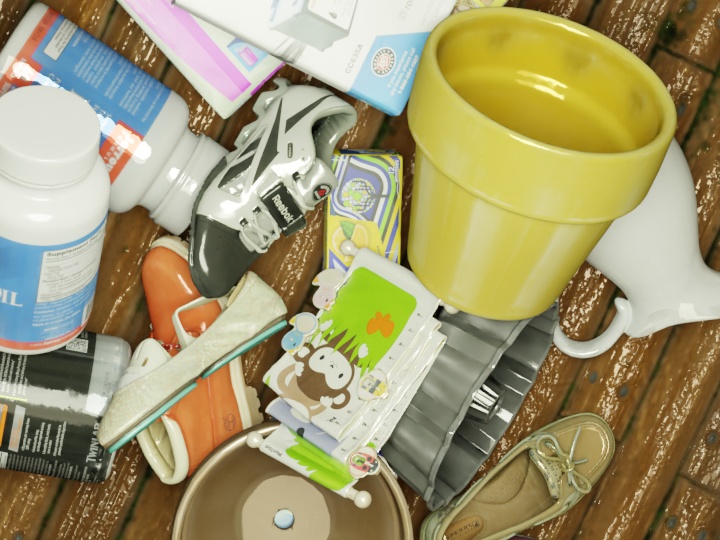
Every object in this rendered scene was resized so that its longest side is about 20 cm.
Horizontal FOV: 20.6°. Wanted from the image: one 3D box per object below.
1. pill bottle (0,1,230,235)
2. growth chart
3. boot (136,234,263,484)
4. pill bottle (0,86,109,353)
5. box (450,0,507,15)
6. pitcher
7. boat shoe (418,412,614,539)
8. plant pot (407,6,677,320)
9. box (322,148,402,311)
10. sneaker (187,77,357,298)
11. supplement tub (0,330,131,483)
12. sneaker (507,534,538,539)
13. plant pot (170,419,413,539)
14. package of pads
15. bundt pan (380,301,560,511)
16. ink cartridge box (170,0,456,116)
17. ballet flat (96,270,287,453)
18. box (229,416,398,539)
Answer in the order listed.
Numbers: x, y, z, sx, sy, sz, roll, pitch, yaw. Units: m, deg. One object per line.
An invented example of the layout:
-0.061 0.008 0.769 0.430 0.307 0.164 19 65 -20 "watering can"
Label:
-0.208 -0.117 1.601 0.199 0.112 0.113 33 93 -11 "pill bottle"
-0.009 0.077 1.572 0.144 0.018 0.201 19 72 30 "growth chart"
-0.152 0.075 1.635 0.107 0.075 0.202 -24 102 -42 "boot"
-0.252 -0.040 1.521 0.111 0.113 0.201 7 134 -9 "pill bottle"
0.116 -0.258 1.647 0.050 0.075 0.200 40 92 -9 "box"
0.210 -0.031 1.677 0.171 0.121 0.201 -27 113 8 "pitcher"
0.142 0.190 1.704 0.199 0.063 0.074 -36 86 -14 "boat shoe"
0.121 -0.072 1.538 0.199 0.202 0.190 12 126 -9 "plant pot"
0.000 0.000 1.668 0.064 0.070 0.202 0 98 -3 "box"
-0.068 -0.064 1.580 0.201 0.088 0.074 -65 146 -19 "sneaker"
-0.293 0.099 1.616 0.198 0.123 0.124 11 96 -9 "supplement tub"
0.182 0.295 1.725 0.199 0.090 0.075 27 94 -11 "sneaker"
-0.060 0.217 1.641 0.199 0.093 0.203 -1 97 -8 "plant pot"
-0.122 -0.249 1.617 0.154 0.068 0.200 -43 102 0 "package of pads"
0.081 0.095 1.640 0.075 0.202 0.203 30 93 16 "bundt pan"
-0.030 -0.231 1.555 0.199 0.086 0.147 25 95 -12 "ink cartridge box"
-0.145 0.069 1.580 0.200 0.067 0.063 -36 90 -30 "ballet flat"
-0.050 0.208 1.708 0.118 0.041 0.201 26 91 -11 "box"
